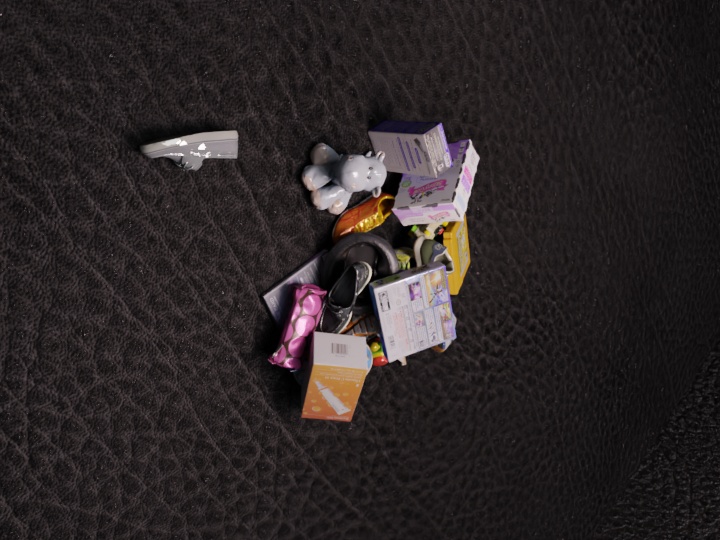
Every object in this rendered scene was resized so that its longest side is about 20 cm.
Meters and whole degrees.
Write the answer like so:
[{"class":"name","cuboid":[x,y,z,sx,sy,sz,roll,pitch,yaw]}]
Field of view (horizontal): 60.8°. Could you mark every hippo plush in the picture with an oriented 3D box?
[{"class":"hippo plush","cuboid":[-0.018,-0.198,1.388,0.199,0.160,0.160,1,102,-39]}]

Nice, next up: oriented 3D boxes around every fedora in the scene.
[{"class":"fedora","cuboid":[0.000,0.000,1.475,0.199,0.092,0.202,0,106,1]}]

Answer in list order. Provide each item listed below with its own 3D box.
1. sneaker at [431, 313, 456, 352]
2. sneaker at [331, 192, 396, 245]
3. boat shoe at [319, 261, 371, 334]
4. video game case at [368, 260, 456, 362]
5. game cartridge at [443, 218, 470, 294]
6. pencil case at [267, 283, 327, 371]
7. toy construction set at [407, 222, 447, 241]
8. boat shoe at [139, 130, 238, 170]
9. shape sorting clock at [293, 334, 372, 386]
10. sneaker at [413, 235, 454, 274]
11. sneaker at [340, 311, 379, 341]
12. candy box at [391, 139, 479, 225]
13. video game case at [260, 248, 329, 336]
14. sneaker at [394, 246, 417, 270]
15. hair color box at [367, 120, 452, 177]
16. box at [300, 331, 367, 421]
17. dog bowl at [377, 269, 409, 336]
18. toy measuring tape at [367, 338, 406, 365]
[{"class":"sneaker","cuboid":[0.233,0.131,1.760,0.088,0.075,0.201,-30,127,-42]},{"class":"sneaker","cuboid":[0.011,-0.127,1.489,0.200,0.077,0.073,-42,127,-20]},{"class":"boat shoe","cuboid":[-0.046,0.068,1.399,0.200,0.074,0.066,-55,158,13]},{"class":"video game case","cuboid":[0.125,0.096,1.452,0.180,0.045,0.201,-17,115,-12]},{"class":"game cartridge","cuboid":[0.265,-0.056,1.680,0.200,0.032,0.177,-57,141,-59]},{"class":"pencil case","cuboid":[-0.146,0.126,1.406,0.093,0.091,0.201,19,88,-44]},{"class":"toy construction set","cuboid":[0.198,-0.149,1.584,0.092,0.131,0.201,24,105,0]},{"class":"boat shoe","cuboid":[-0.324,-0.229,1.190,0.200,0.070,0.072,-18,110,-37]},{"class":"shape sorting clock","cuboid":[-0.066,0.233,1.502,0.199,0.039,0.201,-5,127,-7]},{"class":"sneaker","cuboid":[0.199,0.001,1.571,0.067,0.090,0.201,-50,140,-28]},{"class":"sneaker","cuboid":[0.007,0.146,1.530,0.199,0.079,0.077,-26,146,19]},{"class":"candy box","cuboid":[0.185,-0.213,1.501,0.072,0.167,0.201,49,50,-44]},{"class":"video game case","cuboid":[-0.130,0.060,1.468,0.200,0.019,0.143,-37,123,-24]},{"class":"sneaker","cuboid":[0.083,-0.025,1.577,0.199,0.076,0.076,-11,111,-36]},{"class":"hair color box","cuboid":[0.115,-0.289,1.443,0.065,0.200,0.110,-37,123,-24]},{"class":"box","cuboid":[-0.064,0.249,1.423,0.124,0.098,0.201,7,131,-9]},{"class":"dog bowl","cuboid":[0.121,0.098,1.566,0.079,0.199,0.201,-81,150,-51]},{"class":"toy measuring tape","cuboid":[0.060,0.229,1.654,0.074,0.073,0.200,-61,149,-8]}]
